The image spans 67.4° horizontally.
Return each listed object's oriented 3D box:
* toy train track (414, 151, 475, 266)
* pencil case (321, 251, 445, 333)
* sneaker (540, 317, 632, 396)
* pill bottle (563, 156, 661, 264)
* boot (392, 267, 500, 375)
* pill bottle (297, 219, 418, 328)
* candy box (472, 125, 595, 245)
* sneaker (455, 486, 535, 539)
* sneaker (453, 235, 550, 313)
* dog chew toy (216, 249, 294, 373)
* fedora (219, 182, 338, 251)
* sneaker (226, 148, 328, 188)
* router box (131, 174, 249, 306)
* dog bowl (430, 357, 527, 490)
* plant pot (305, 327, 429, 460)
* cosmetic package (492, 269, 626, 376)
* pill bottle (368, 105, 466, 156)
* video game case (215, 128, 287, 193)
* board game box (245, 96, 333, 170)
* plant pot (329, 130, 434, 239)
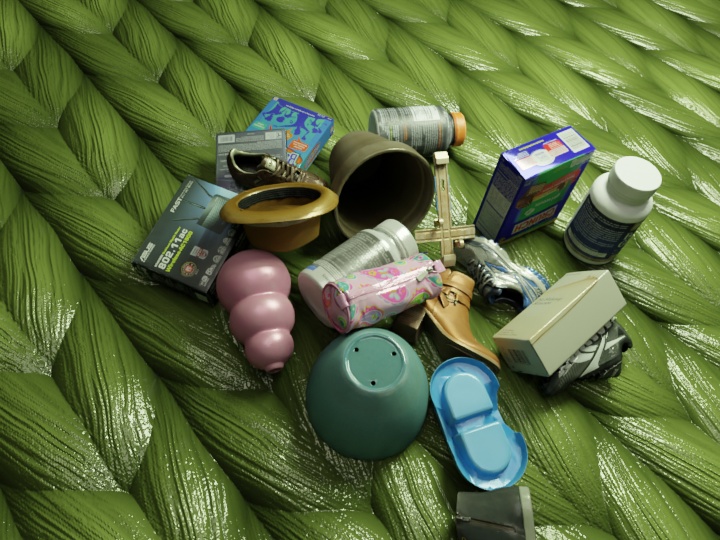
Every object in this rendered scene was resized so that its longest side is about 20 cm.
[{"bbox_3d":[0.151,-0.107,0.950,0.113,0.033,0.203,-6,95,-11],"label":"toy train track"},{"bbox_3d":[0.039,0.031,0.848,0.198,0.088,0.088,-17,58,-29],"label":"pencil case"},{"bbox_3d":[0.387,0.154,0.901,0.199,0.067,0.091,-38,74,-23],"label":"sneaker"},{"bbox_3d":[0.467,-0.110,1.004,0.110,0.201,0.112,2,56,-3],"label":"pill bottle"},{"bbox_3d":[0.169,0.079,0.930,0.199,0.074,0.155,29,54,11],"label":"boot"},{"bbox_3d":[0.000,0.000,0.939,0.199,0.114,0.114,-35,66,-24],"label":"pill bottle"},{"bbox_3d":[0.320,-0.152,1.019,0.168,0.201,0.077,-24,62,-18],"label":"candy box"},{"bbox_3d":[0.186,0.399,0.724,0.105,0.075,0.202,-8,68,15],"label":"sneaker"},{"bbox_3d":[0.241,0.010,0.980,0.199,0.077,0.085,31,63,16],"label":"sneaker"},{"bbox_3d":[-0.163,0.069,0.880,0.123,0.125,0.202,-13,67,-14],"label":"dog chew toy"},{"bbox_3d":[-0.133,-0.086,0.908,0.198,0.083,0.201,-4,27,2],"label":"fedora"},{"bbox_3d":[-0.157,-0.175,1.005,0.198,0.076,0.071,14,73,6],"label":"sneaker"},{"bbox_3d":[-0.285,-0.057,0.964,0.148,0.062,0.202,20,66,9],"label":"router box"},{"bbox_3d":[0.174,0.235,0.830,0.110,0.050,0.202,-14,63,-11],"label":"dog bowl"},{"bbox_3d":[0.016,0.166,0.817,0.197,0.135,0.202,3,55,-4],"label":"plant pot"},{"bbox_3d":[0.331,0.085,0.900,0.199,0.103,0.074,-36,99,-20],"label":"cosmetic package"},{"bbox_3d":[0.122,-0.295,1.153,0.197,0.107,0.107,-6,57,-9],"label":"pill bottle"},{"bbox_3d":[-0.213,-0.182,1.058,0.141,0.019,0.202,-4,73,0],"label":"video game case"},{"bbox_3d":[-0.166,-0.271,1.146,0.151,0.045,0.201,22,59,9],"label":"board game box"},{"bbox_3d":[0.018,-0.178,1.029,0.198,0.202,0.174,-13,43,-14],"label":"plant pot"}]
